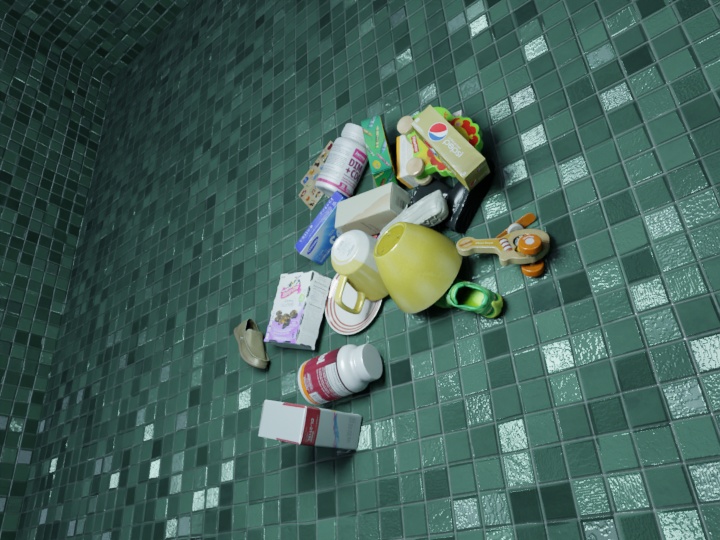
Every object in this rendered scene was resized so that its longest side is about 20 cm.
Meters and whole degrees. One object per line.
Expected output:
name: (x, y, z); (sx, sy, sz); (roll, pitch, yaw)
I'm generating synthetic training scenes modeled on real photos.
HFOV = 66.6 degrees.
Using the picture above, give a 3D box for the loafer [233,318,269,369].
loafer: (-0.320, 0.212, 1.615); (0.068, 0.075, 0.200); (-56, 45, 13)

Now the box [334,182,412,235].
box: (0.033, -0.151, 1.426); (0.198, 0.094, 0.079); (-15, 60, 43)

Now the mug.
mug: (0.006, -0.008, 1.342); (0.147, 0.153, 0.190); (-23, 56, 26)

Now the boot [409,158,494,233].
boot: (0.217, -0.195, 1.331); (0.162, 0.073, 0.201); (32, 97, 44)

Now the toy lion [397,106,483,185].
toy lion: (0.195, -0.308, 1.313); (0.189, 0.068, 0.204); (-23, 62, 25)

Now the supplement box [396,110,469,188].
supplement box: (0.191, -0.305, 1.401); (0.197, 0.073, 0.129); (-14, 65, 36)

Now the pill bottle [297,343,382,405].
pill bottle: (-0.048, 0.248, 1.330); (0.198, 0.112, 0.115); (-25, 55, 30)

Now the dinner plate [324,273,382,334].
dinner plate: (-0.015, 0.072, 1.446); (0.198, 0.024, 0.204); (-20, 59, 35)

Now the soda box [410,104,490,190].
soda box: (0.200, -0.275, 1.228); (0.064, 0.068, 0.201); (-41, 63, 6)

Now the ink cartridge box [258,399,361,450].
ink cartridge box: (-0.113, 0.361, 1.274); (0.144, 0.199, 0.085); (-5, 69, 40)

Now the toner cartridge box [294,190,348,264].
toner cartridge box: (-0.089, -0.119, 1.552); (0.201, 0.094, 0.043); (-52, 46, 11)

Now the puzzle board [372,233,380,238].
puzzle board: (0.062, -0.131, 1.477); (0.152, 0.017, 0.200); (-56, 46, 6)

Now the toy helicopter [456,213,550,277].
toy helicopter: (0.305, -0.061, 1.177); (0.196, 0.080, 0.134); (0, 45, 26)

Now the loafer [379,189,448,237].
loafer: (0.125, -0.125, 1.315); (0.198, 0.069, 0.071); (-26, 59, 35)

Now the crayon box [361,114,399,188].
crayon box: (0.056, -0.303, 1.479); (0.057, 0.119, 0.203); (-16, 56, 9)

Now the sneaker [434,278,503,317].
sneaker: (0.217, 0.048, 1.207); (0.198, 0.083, 0.075); (11, 78, 45)

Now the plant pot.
plant pot: (0.112, -0.027, 1.247); (0.199, 0.142, 0.202); (-39, 25, 23)

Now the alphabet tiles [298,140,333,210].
alphabet tiles: (-0.115, -0.292, 1.719); (0.201, 0.007, 0.167); (-52, 46, 11)

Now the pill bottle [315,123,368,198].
pill bottle: (-0.042, -0.312, 1.587); (0.112, 0.113, 0.203); (20, 85, 45)

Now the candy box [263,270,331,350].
candy box: (-0.176, 0.110, 1.522); (0.166, 0.071, 0.204); (-6, 66, 50)
